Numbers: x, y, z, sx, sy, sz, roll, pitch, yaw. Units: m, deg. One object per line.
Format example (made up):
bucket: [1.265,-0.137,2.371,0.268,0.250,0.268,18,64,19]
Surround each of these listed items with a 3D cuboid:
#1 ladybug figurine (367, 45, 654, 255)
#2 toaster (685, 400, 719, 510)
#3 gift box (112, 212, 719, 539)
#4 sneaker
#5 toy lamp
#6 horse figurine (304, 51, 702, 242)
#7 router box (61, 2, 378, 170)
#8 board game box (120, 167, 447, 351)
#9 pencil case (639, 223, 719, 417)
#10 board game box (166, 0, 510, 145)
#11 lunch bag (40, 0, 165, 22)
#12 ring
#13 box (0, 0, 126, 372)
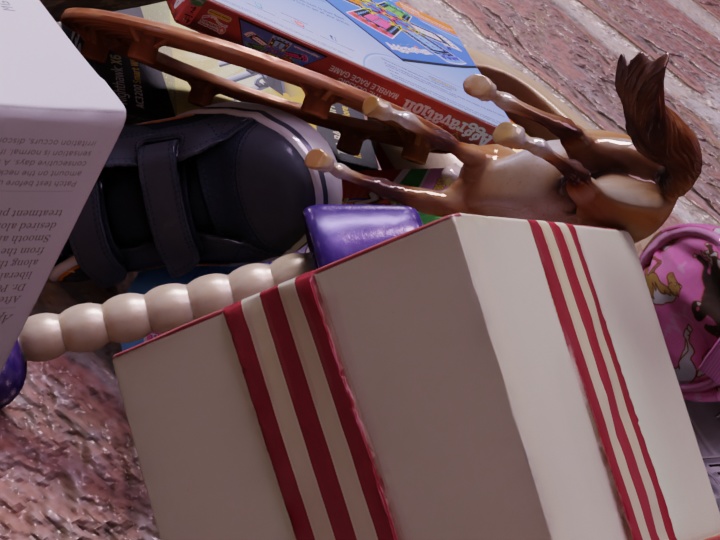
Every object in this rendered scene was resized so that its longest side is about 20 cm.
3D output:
ladybug figurine: [0.079,-0.048,1.086,0.136,0.072,0.200,-22,60,-42]
toaster: [0.150,0.094,0.973,0.200,0.114,0.129,8,40,-44]
gift box: [0.020,0.097,0.717,0.200,0.184,0.187,-3,72,-55]
sneaker: [-0.104,-0.031,0.884,0.200,0.079,0.079,2,22,38]
toy lamp: [-0.068,0.013,0.819,0.199,0.058,0.058,-15,41,-5]
horse figurine: [0.073,-0.042,0.803,0.132,0.200,0.050,21,74,-33]
router box: [-0.085,-0.108,1.089,0.157,0.052,0.200,10,34,-19]
board game box: [0.000,0.000,0.926,0.199,0.040,0.153,-1,27,12]
pencil case: [0.212,0.035,0.931,0.200,0.087,0.083,13,-4,-43]
board game box: [-0.017,-0.120,0.932,0.200,0.019,0.103,20,31,-35]
lunch bag: [-0.178,-0.182,0.978,0.164,0.118,0.200,-14,27,-38]
ring: [-0.050,-0.085,0.926,0.200,0.019,0.200,19,-2,1]
box: [-0.198,-0.027,0.711,0.106,0.200,0.152,-1,43,-44]
